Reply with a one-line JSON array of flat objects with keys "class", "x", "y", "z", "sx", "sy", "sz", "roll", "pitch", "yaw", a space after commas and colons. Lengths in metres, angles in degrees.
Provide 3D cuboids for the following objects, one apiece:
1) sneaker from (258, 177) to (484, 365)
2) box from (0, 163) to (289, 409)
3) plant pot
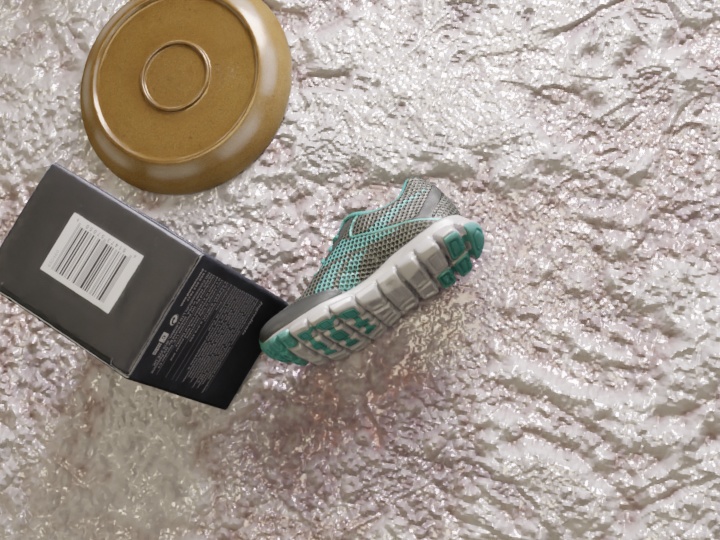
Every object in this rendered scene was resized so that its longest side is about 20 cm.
[{"class": "sneaker", "x": 0.000, "y": 0.000, "z": 1.183, "sx": 0.200, "sy": 0.078, "sz": 0.091, "roll": -32, "pitch": 56, "yaw": 3}, {"class": "box", "x": -0.169, "y": 0.017, "z": 1.148, "sx": 0.148, "sy": 0.200, "sz": 0.107, "roll": 30, "pitch": 88, "yaw": 20}, {"class": "plant pot", "x": -0.157, "y": -0.166, "z": 1.278, "sx": 0.199, "sy": 0.027, "sz": 0.201, "roll": -3, "pitch": 77, "yaw": 14}]
